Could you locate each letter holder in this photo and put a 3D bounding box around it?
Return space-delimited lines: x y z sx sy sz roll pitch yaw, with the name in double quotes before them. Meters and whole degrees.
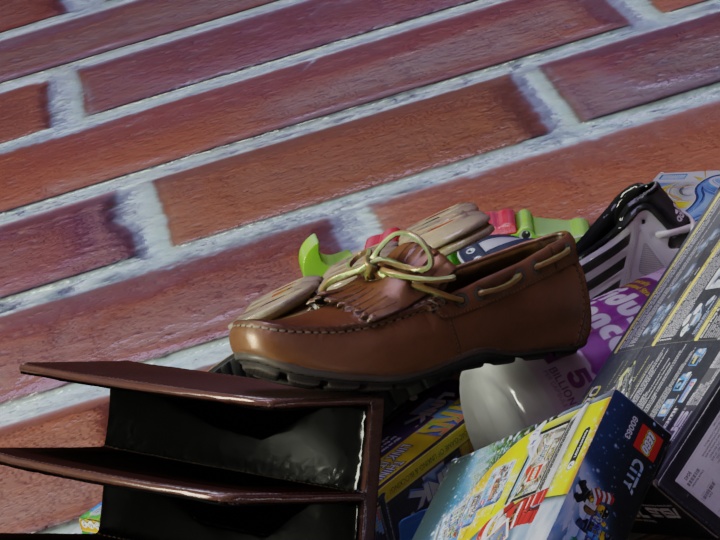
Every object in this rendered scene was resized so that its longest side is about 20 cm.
"letter holder" -0.109 0.102 1.210 0.199 0.101 0.142 5 1 44

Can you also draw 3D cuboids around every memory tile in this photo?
"memory tile" 0.000 0.000 1.343 0.153 0.017 0.200 -25 3 2

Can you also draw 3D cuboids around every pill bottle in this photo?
"pill bottle" 0.163 0.059 1.321 0.199 0.113 0.112 -23 22 -18

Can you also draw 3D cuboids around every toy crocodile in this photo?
"toy crocodile" 0.057 -0.010 1.643 0.199 0.062 0.068 -9 21 10

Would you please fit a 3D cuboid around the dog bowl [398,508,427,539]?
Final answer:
"dog bowl" 0.016 0.177 1.212 0.199 0.050 0.111 -22 22 -19

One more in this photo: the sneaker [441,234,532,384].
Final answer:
"sneaker" 0.082 0.031 1.508 0.108 0.071 0.200 9 24 39

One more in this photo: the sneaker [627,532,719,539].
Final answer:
"sneaker" 0.215 0.107 1.220 0.199 0.067 0.090 -16 25 7

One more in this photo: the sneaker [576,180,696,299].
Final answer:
"sneaker" 0.210 0.001 1.431 0.199 0.116 0.076 -12 20 8

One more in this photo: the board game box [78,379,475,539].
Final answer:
"board game box" -0.030 0.125 1.372 0.165 0.057 0.200 7 30 42

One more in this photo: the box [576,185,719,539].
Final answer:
"box" 0.175 0.034 1.175 0.201 0.049 0.161 -55 14 -14

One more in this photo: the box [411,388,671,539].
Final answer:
"box" 0.051 0.156 1.082 0.136 0.038 0.201 -31 25 54

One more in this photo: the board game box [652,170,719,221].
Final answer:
"board game box" 0.262 -0.026 1.578 0.199 0.035 0.135 -2 24 30

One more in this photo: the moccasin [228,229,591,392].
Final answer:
"moccasin" 0.027 0.016 1.203 0.200 0.078 0.074 -9 7 -25

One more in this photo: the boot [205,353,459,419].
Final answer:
"boot" -0.033 0.057 1.395 0.199 0.078 0.138 -20 10 -24
